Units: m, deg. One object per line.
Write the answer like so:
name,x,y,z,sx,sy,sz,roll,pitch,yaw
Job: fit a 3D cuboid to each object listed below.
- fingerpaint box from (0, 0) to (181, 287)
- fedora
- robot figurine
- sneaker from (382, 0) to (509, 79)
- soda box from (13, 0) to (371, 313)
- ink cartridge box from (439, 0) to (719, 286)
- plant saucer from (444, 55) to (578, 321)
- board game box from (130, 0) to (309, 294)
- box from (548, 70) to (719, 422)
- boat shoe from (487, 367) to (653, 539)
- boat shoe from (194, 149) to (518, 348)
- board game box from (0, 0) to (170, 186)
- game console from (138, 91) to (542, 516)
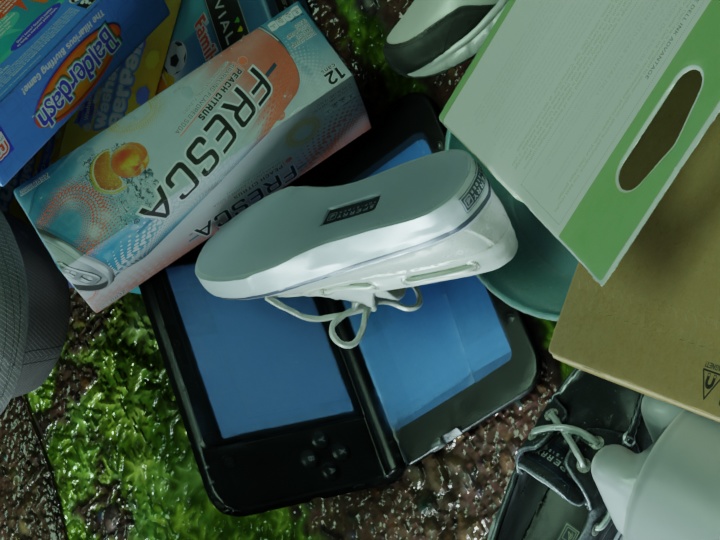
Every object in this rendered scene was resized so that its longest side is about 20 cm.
fingerpaint box,-0.218,-0.109,1.203,0.166,0.073,0.202,22,100,38
fedora,-0.247,0.013,1.114,0.199,0.090,0.179,25,107,34
robot figurine,0.201,0.126,0.846,0.199,0.113,0.170,29,72,40
sneaker,0.075,-0.191,0.999,0.200,0.080,0.074,-48,21,12
soda box,-0.093,-0.064,1.056,0.199,0.068,0.064,-35,65,-4
ink cartridge box,0.125,-0.089,0.897,0.146,0.048,0.200,-58,34,14
plant saucer,0.131,-0.069,0.976,0.199,0.036,0.202,-15,68,41
board game box,-0.108,-0.100,1.189,0.199,0.047,0.152,-36,62,32
box,0.172,-0.016,0.841,0.200,0.021,0.165,20,90,62
boat shoe,0.112,0.101,0.954,0.072,0.067,0.202,32,103,39
boat shoe,0.002,-0.004,1.009,0.201,0.086,0.075,-16,36,36
board game box,-0.232,-0.137,1.089,0.199,0.045,0.152,20,59,38
game console,-0.021,0.015,1.058,0.202,0.174,0.117,69,153,24
